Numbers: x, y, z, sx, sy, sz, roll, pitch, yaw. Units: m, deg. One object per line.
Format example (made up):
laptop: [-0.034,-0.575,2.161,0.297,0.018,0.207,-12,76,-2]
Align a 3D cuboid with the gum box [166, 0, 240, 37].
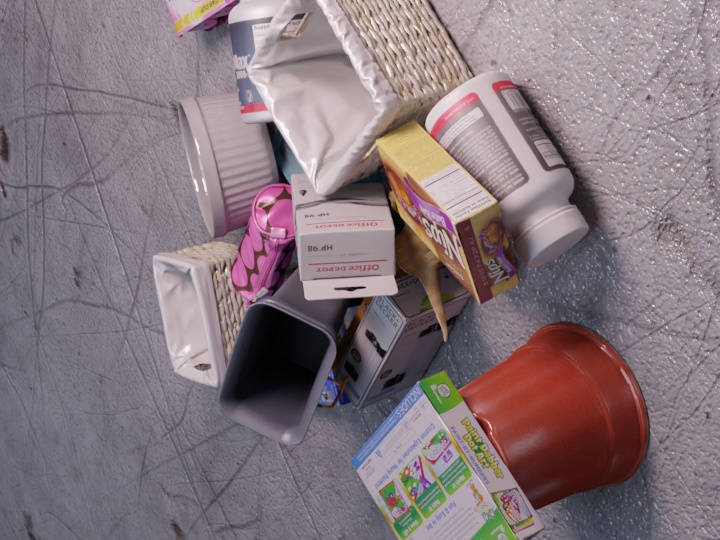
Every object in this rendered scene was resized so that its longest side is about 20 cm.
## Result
gum box: [-0.209,-0.409,1.852,0.199,0.066,0.114,-14,94,56]

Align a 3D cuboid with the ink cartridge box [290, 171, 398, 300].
ink cartridge box: [-0.020,-0.046,1.589,0.200,0.115,0.067,-102,10,-59]

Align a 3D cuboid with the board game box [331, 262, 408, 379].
board game box: [0.014,0.061,1.756,0.030,0.096,0.201,36,138,10]

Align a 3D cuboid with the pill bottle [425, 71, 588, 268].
pill bottle: [0.164,-0.108,1.454,0.201,0.110,0.111,60,144,15]

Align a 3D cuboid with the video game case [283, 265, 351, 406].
video game case: [-0.090,0.094,1.960,0.181,0.045,0.202,1,107,54]

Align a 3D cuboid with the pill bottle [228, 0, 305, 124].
pill bottle: [-0.109,-0.297,1.723,0.119,0.119,0.202,3,102,53]

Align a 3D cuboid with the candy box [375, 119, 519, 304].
candy box: [0.093,-0.066,1.445,0.200,0.056,0.117,54,168,50]

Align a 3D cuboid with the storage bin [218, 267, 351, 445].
storage bin: [-0.077,0.102,1.704,0.145,0.135,0.201,25,127,6]

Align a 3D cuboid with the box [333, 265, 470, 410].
box: [0.051,0.084,1.700,0.060,0.116,0.201,52,141,23]

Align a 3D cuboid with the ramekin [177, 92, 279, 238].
ramekin: [-0.182,-0.155,1.863,0.200,0.104,0.202,165,90,-79]

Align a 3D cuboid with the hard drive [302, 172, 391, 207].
hard drive: [-0.033,-0.081,1.796,0.136,0.042,0.200,60,144,14]

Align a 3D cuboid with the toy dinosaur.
toy dinosaur: [0.085,-0.018,1.615,0.058,0.101,0.202,-16,93,55]

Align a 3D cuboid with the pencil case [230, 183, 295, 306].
pencil case: [-0.124,-0.031,1.816,0.090,0.094,0.200,19,147,-2]

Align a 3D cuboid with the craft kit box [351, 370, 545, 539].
craft kit box: [0.089,0.242,1.449,0.198,0.048,0.200,60,144,18]

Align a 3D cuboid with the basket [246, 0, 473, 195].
basket: [0.000,-0.230,1.574,0.201,0.160,0.198,61,144,14]

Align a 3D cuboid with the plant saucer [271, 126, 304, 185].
plant saucer: [-0.066,-0.122,1.769,0.201,0.019,0.070,58,141,35]

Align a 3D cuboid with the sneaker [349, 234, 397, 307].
sneaker: [0.000,0.000,1.741,0.200,0.078,0.071,-27,41,50]

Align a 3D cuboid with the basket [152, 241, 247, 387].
basket: [-0.226,0.061,2.062,0.135,0.123,0.202,12,117,50]

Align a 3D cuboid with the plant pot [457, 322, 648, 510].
plant pot: [0.185,0.184,1.497,0.200,0.194,0.202,28,128,43]
